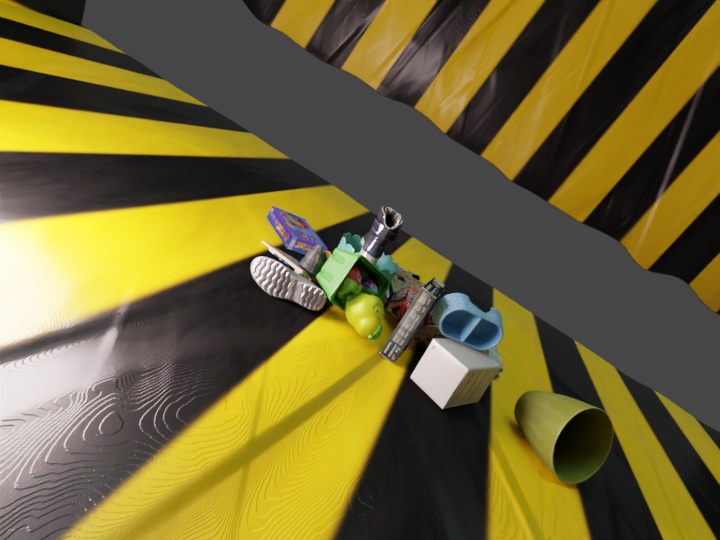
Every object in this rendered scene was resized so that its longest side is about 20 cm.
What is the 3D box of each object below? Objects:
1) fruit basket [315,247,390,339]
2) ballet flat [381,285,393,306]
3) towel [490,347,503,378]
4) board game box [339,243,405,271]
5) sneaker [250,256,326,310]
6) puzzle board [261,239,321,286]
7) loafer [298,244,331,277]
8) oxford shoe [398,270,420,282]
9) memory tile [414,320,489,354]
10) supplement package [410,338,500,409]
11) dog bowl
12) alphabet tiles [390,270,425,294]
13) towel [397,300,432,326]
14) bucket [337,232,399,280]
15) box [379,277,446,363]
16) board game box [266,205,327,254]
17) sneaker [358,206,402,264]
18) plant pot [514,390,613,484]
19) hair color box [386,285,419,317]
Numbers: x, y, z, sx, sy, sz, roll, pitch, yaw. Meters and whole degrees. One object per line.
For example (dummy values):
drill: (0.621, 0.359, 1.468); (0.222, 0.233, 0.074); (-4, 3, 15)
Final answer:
fruit basket: (0.005, 0.064, 1.391); (0.214, 0.157, 0.216); (37, -2, 1)
ballet flat: (0.107, 0.099, 1.675); (0.198, 0.068, 0.075); (37, 32, 9)
towel: (0.361, 0.245, 1.749); (0.170, 0.049, 0.200); (35, 16, -2)
board game box: (0.036, -0.025, 1.904); (0.199, 0.057, 0.195); (37, 17, 16)
sneaker: (-0.178, 0.033, 1.344); (0.198, 0.076, 0.082); (33, -1, -17)
puzzle board: (-0.163, -0.008, 1.469); (0.150, 0.018, 0.200); (35, -1, 24)
loafer: (-0.096, -0.016, 1.462); (0.072, 0.073, 0.200); (35, 0, 11)
oxford shoe: (0.134, 0.041, 1.800); (0.072, 0.073, 0.200); (1, 19, 25)
memory tile: (0.241, 0.202, 1.531); (0.197, 0.017, 0.153); (28, -28, -12)
supplement package: (0.236, 0.248, 1.370); (0.117, 0.119, 0.198); (41, 18, 33)
dog bowl: (0.269, 0.132, 1.379); (0.197, 0.112, 0.050); (24, 28, -19)
alphabet tiles: (0.169, 0.066, 1.727); (0.197, 0.008, 0.168); (28, 26, -22)
towel: (0.196, 0.153, 1.533); (0.196, 0.023, 0.146); (22, -27, 9)
bucket: (0.000, 0.000, 1.620); (0.204, 0.136, 0.208); (30, 15, -9)
box: (0.135, 0.122, 1.401); (0.046, 0.202, 0.159); (34, 17, 11)
board game box: (-0.201, -0.119, 1.754); (0.133, 0.045, 0.200); (20, 21, -38)
sneaker: (0.060, -0.108, 1.542); (0.076, 0.148, 0.203); (28, 16, -6)
plant pot: (0.474, 0.381, 1.372); (0.184, 0.191, 0.199); (23, 3, -27)
hair color box: (0.183, 0.129, 1.598); (0.198, 0.062, 0.101); (34, -28, -18)
